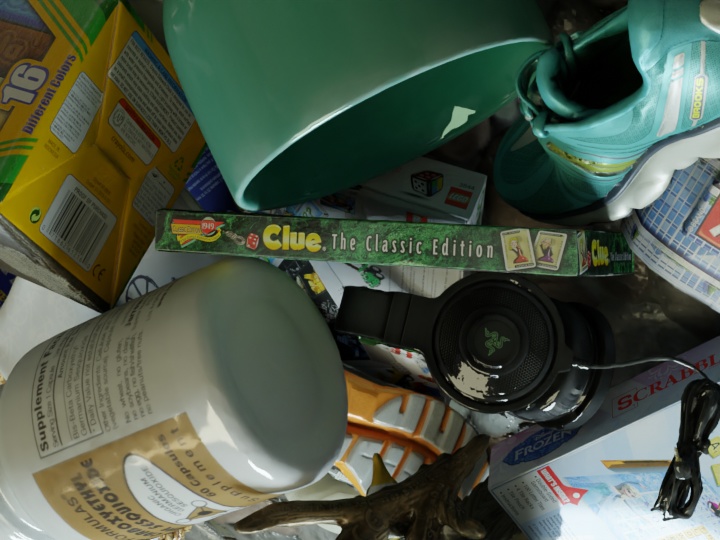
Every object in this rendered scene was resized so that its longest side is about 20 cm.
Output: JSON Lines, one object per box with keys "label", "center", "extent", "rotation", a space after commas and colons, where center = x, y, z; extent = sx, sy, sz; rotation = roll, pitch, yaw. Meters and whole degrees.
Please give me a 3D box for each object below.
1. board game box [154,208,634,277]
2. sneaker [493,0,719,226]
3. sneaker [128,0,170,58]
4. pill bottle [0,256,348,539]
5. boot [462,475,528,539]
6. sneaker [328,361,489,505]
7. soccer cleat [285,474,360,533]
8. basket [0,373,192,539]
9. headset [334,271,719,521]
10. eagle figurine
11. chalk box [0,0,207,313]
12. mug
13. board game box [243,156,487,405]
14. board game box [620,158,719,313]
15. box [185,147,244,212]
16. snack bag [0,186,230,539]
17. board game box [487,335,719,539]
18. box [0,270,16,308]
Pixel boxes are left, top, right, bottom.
{"label": "board game box", "center": [0.017, -0.013, 0.663], "extent": [0.199, 0.105, 0.024], "rotation": [4, 95, 23]}
{"label": "sneaker", "center": [0.099, -0.073, 0.595], "extent": [0.079, 0.078, 0.200], "rotation": [7, 164, -18]}
{"label": "sneaker", "center": [-0.125, -0.142, 0.748], "extent": [0.199, 0.073, 0.085], "rotation": [23, 140, 14]}
{"label": "pill bottle", "center": [-0.115, 0.078, 0.721], "extent": [0.199, 0.115, 0.114], "rotation": [-23, 117, 30]}
{"label": "boot", "center": [0.173, 0.187, 0.846], "extent": [0.175, 0.066, 0.200], "rotation": [-28, 113, 26]}
{"label": "sneaker", "center": [-0.005, 0.092, 0.859], "extent": [0.200, 0.078, 0.077], "rotation": [34, 175, -24]}
{"label": "soccer cleat", "center": [0.041, 0.148, 0.944], "extent": [0.199, 0.069, 0.078], "rotation": [14, 149, 15]}
{"label": "basket", "center": [-0.167, 0.076, 0.927], "extent": [0.200, 0.149, 0.143], "rotation": [20, 145, 48]}
{"label": "headset", "center": [0.077, 0.054, 0.696], "extent": [0.199, 0.094, 0.123], "rotation": [11, 175, 34]}
{"label": "eagle figurine", "center": [0.025, 0.166, 0.737], "extent": [0.151, 0.151, 0.200], "rotation": [14, 138, 12]}
{"label": "chalk box", "center": [-0.200, -0.082, 0.746], "extent": [0.199, 0.124, 0.124], "rotation": [21, 163, 27]}
{"label": "mug", "center": [-0.021, -0.104, 0.626], "extent": [0.185, 0.152, 0.115], "rotation": [-28, 82, 23]}
{"label": "board game box", "center": [0.000, 0.000, 0.806], "extent": [0.126, 0.035, 0.200], "rotation": [18, 149, 11]}
{"label": "board game box", "center": [0.213, -0.003, 0.600], "extent": [0.200, 0.062, 0.200], "rotation": [30, 127, 8]}
{"label": "box", "center": [-0.138, -0.092, 0.849], "extent": [0.200, 0.032, 0.121], "rotation": [44, 144, -12]}
{"label": "snack bag", "center": [-0.132, 0.035, 0.817], "extent": [0.189, 0.021, 0.200], "rotation": [50, 123, 24]}
{"label": "board game box", "center": [0.203, 0.131, 0.749], "extent": [0.199, 0.041, 0.200], "rotation": [-28, 113, 23]}
{"label": "box", "center": [-0.267, 0.022, 1.049], "extent": [0.064, 0.070, 0.200], "rotation": [15, 139, 24]}
